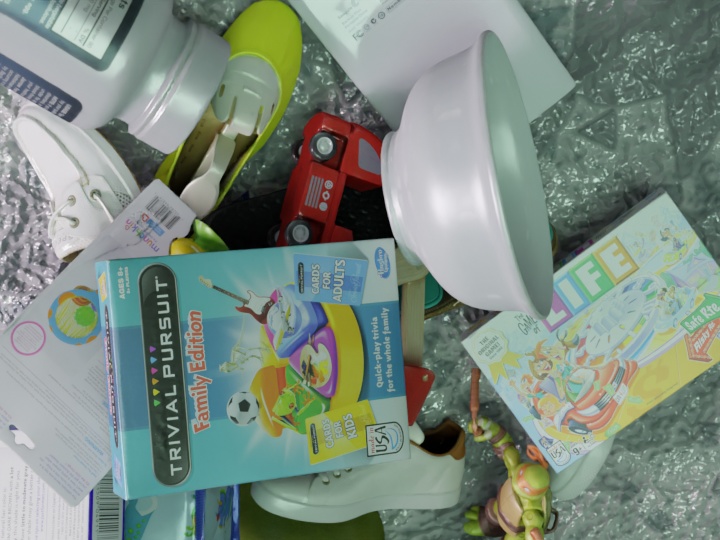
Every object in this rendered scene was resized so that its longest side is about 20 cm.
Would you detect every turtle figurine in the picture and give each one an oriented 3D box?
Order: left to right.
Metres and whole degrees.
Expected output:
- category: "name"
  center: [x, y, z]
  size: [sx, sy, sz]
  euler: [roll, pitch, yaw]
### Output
- category: "turtle figurine"
  center: [0.129, 0.194, 1.080]
  size: [0.064, 0.202, 0.162]
  euler: [-12, 149, -18]

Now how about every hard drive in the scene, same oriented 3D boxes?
- category: "hard drive"
  center: [0.052, -0.174, 0.946]
  size: [0.131, 0.025, 0.200]
  euler: [-37, 115, 10]

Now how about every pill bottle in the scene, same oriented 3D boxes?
- category: "pill bottle"
  center: [-0.194, -0.166, 0.862]
  size: [0.199, 0.120, 0.120]
  euler: [30, 109, -21]

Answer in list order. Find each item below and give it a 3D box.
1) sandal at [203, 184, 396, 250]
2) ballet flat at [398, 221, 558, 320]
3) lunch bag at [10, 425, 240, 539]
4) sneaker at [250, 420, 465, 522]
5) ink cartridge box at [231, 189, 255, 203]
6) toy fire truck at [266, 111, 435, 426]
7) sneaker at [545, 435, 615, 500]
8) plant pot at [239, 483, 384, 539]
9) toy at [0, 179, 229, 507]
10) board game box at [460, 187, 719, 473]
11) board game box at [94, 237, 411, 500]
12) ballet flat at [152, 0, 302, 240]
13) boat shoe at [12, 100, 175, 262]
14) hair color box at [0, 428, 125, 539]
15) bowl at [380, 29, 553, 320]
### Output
- category: "sandal"
  center: [-0.032, -0.041, 0.976]
  size: [0.198, 0.045, 0.076]
  euler: [-14, 93, -22]
- category: "ballet flat"
  center: [0.063, 0.010, 1.018]
  size: [0.198, 0.068, 0.073]
  euler: [-21, 151, -8]
- category: "lunch bag"
  center: [-0.183, 0.133, 0.992]
  size: [0.168, 0.127, 0.203]
  euler: [-1, 95, 9]
- category: "sneaker"
  center: [0.001, 0.155, 1.069]
  size: [0.198, 0.073, 0.086]
  euler: [-1, 112, -32]
- category: "ink cartridge box"
  center: [-0.066, 0.043, 1.025]
  size: [0.094, 0.044, 0.201]
  euler: [-35, 115, 8]
- category: "toy fire truck"
  center: [0.000, 0.000, 0.936]
  size: [0.140, 0.049, 0.202]
  euler: [19, 81, -21]
- category: "sneaker"
  center: [0.179, 0.093, 1.078]
  size: [0.087, 0.075, 0.202]
  euler: [16, 103, -11]
- category: "plant pot"
  center: [-0.057, 0.296, 1.065]
  size: [0.185, 0.201, 0.189]
  euler: [-3, 116, -7]
- category: "toy"
  center: [-0.166, 0.048, 0.878]
  size: [0.115, 0.047, 0.200]
  euler: [42, 77, 2]
- category: "board game box"
  center: [0.197, 0.049, 1.019]
  size: [0.199, 0.034, 0.135]
  euler: [-37, 94, 10]
- category: "board game box"
  center: [-0.069, 0.062, 0.854]
  size: [0.198, 0.047, 0.153]
  euler: [-5, 90, -22]
- category: "ballet flat"
  center: [-0.098, -0.100, 0.938]
  size: [0.066, 0.067, 0.201]
  euler: [26, 110, -18]
- category: "boat shoe"
  center: [-0.192, -0.034, 0.922]
  size: [0.069, 0.071, 0.201]
  euler: [-40, 94, -33]
- category: "hair color box"
  center: [-0.268, 0.171, 0.916]
  size: [0.197, 0.065, 0.111]
  euler: [-3, 79, 14]
- category: "bowl"
  center: [0.071, -0.058, 0.896]
  size: [0.089, 0.202, 0.203]
  euler: [-11, 119, 17]
